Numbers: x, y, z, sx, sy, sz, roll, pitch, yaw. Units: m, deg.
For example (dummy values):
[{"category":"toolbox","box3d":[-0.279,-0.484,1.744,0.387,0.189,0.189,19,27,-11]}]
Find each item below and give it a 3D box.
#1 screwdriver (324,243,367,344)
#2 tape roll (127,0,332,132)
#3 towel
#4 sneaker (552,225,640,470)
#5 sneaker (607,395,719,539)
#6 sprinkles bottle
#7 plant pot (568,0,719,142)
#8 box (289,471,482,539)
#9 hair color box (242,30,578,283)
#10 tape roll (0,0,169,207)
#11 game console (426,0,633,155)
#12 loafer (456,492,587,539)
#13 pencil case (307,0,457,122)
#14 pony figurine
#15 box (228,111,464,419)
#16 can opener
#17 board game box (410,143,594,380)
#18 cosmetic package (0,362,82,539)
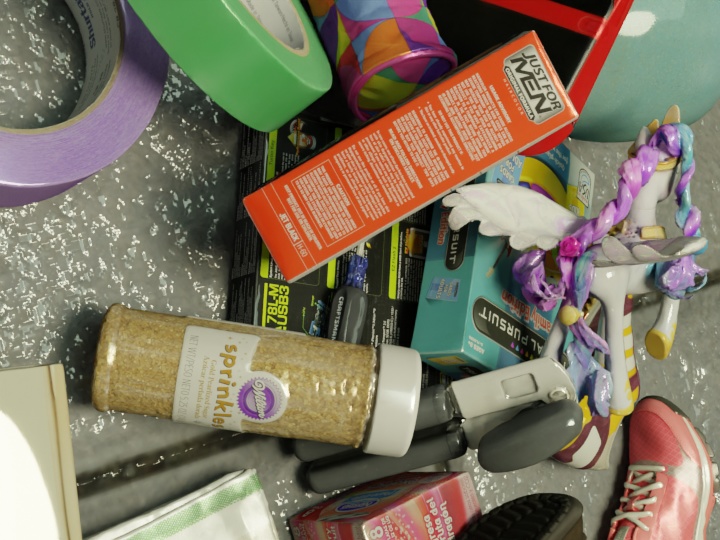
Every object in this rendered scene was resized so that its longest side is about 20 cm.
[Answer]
[{"category":"screwdriver","box3d":[0.003,-0.026,0.825,0.028,0.029,0.203,19,78,-29]},{"category":"tape roll","box3d":[-0.095,-0.183,0.761,0.201,0.048,0.201,51,16,-21]},{"category":"towel","box3d":[-0.102,0.245,0.769,0.148,0.031,0.203,-20,95,-32]},{"category":"sneaker","box3d":[0.188,0.059,0.973,0.090,0.074,0.202,32,71,-35]},{"category":"sneaker","box3d":[0.237,0.203,0.972,0.086,0.073,0.203,0,82,-32]},{"category":"sprinkles bottle","box3d":[-0.063,0.068,0.751,0.197,0.068,0.069,9,75,-4]},{"category":"plant pot","box3d":[0.166,-0.183,0.921,0.134,0.199,0.202,-23,94,-30]},{"category":"box","box3d":[0.039,0.246,0.815,0.094,0.102,0.203,-18,93,-33]},{"category":"hair color box","box3d":[0.029,-0.073,0.753,0.198,0.102,0.062,-29,98,5]},{"category":"tape roll","box3d":[-0.218,-0.143,0.734,0.198,0.065,0.203,6,79,-33]},{"category":"game console","box3d":[0.092,-0.188,0.859,0.178,0.199,0.031,-62,147,-2]},{"category":"loafer","box3d":[0.076,0.222,0.747,0.200,0.073,0.072,-45,112,-21]},{"category":"pencil case","box3d":[0.004,-0.201,0.847,0.087,0.088,0.202,1,59,-33]},{"category":"pony figurine","box3d":[0.163,-0.002,0.816,0.192,0.165,0.203,-20,122,-47]},{"category":"box","box3d":[0.000,0.000,0.867,0.191,0.047,0.203,9,78,-30]},{"category":"can opener","box3d":[0.048,0.109,0.790,0.067,0.198,0.054,-70,140,-66]},{"category":"board game box","box3d":[0.111,-0.010,0.893,0.150,0.046,0.203,31,61,-46]},{"category":"cosmetic package","box3d":[-0.203,0.158,0.667,0.072,0.103,0.203,-5,85,-34]}]
